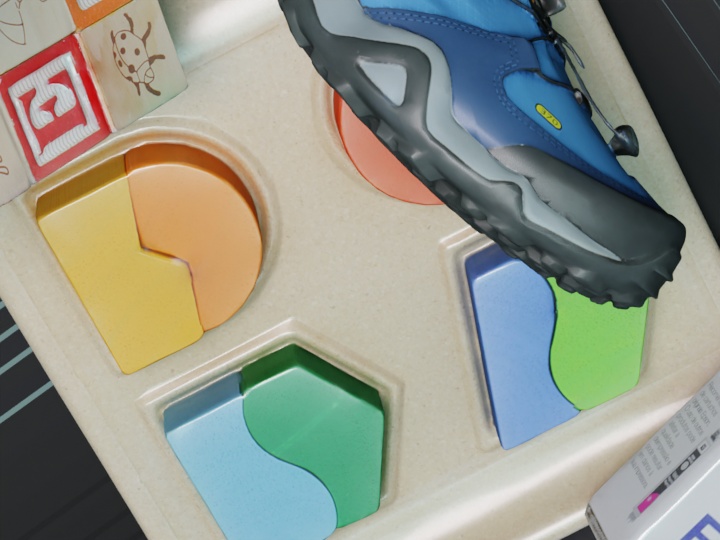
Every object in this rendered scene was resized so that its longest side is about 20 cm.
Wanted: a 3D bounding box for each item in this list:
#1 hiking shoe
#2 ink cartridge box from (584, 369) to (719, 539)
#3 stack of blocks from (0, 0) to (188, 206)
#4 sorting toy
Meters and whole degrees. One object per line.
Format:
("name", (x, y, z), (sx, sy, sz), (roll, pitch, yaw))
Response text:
("hiking shoe", (0.020, -0.080, 0.729), (0.087, 0.074, 0.200), (-43, 79, 3))
("ink cartridge box", (0.200, 0.062, 0.828), (0.196, 0.043, 0.200), (40, 102, -23))
("stack of blocks", (-0.131, -0.109, 0.693), (0.115, 0.058, 0.201), (-35, 114, -38))
("sorting toy", (0.000, 0.000, 0.806), (0.185, 0.036, 0.201), (-27, 108, 5))
